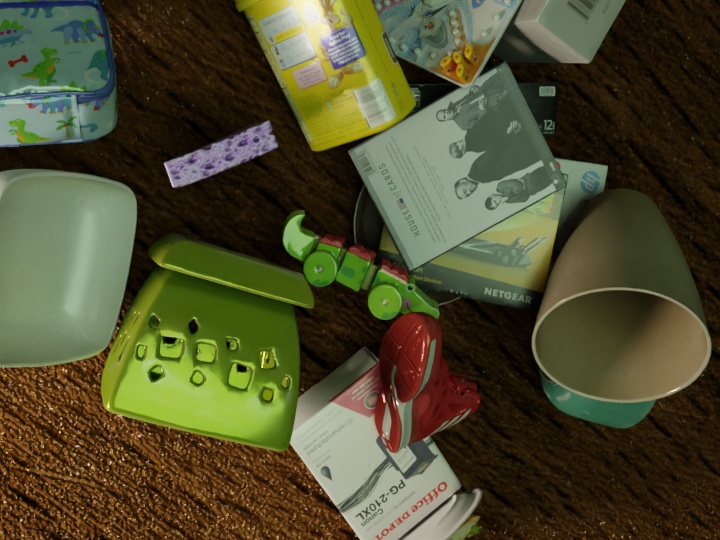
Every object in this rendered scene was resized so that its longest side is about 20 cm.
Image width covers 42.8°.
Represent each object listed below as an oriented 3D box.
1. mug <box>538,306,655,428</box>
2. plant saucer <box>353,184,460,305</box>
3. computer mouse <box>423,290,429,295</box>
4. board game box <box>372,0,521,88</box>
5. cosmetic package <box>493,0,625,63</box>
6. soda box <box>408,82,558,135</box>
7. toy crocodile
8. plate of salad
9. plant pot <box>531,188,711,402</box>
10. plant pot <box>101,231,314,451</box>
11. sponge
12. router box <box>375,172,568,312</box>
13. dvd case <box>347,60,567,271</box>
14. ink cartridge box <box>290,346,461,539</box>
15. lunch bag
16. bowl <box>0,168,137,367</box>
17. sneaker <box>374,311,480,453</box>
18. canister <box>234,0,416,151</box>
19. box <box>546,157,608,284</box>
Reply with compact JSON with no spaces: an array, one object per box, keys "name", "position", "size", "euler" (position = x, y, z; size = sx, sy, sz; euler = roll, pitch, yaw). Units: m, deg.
[{"name":"mug","position":[0.292,0.101,1.168],"size":[0.112,0.187,0.154],"euler":[15,123,-16]},{"name":"plant saucer","position":[0.082,-0.058,1.128],"size":[0.196,0.032,0.205],"euler":[-3,101,-16]},{"name":"computer mouse","position":[0.065,0.068,1.121],"size":[0.057,0.034,0.205],"euler":[-5,102,7]},{"name":"board game box","position":[0.090,-0.327,1.009],"size":[0.202,0.198,0.026],"euler":[-60,149,2]},{"name":"cosmetic package","position":[0.203,-0.299,1.029],"size":[0.084,0.200,0.109],"euler":[29,93,-20]},{"name":"soda box","position":[0.134,-0.192,1.097],"size":[0.195,0.071,0.065],"euler":[-3,102,-15]},{"name":"toy crocodile","position":[0.000,0.000,1.009],"size":[0.197,0.068,0.063],"euler":[27,104,1]},{"name":"plate of salad","position":[0.075,0.335,1.113],"size":[0.199,0.200,0.048],"euler":[-38,86,-6]},{"name":"plant pot","position":[0.294,0.010,1.035],"size":[0.186,0.187,0.202],"euler":[33,46,-19]},{"name":"plant pot","position":[-0.161,0.067,1.000],"size":[0.196,0.199,0.185],"euler":[17,89,-17]},{"name":"sponge","position":[-0.151,-0.122,0.963],"size":[0.110,0.200,0.030],"euler":[-24,102,-8]},{"name":"router box","position":[0.124,-0.051,1.052],"size":[0.195,0.052,0.161],"euler":[11,98,3]},{"name":"dvd case","position":[0.106,-0.113,1.007],"size":[0.197,0.025,0.152],"euler":[-28,94,7]},{"name":"ink cartridge box","position":[0.012,0.223,1.131],"size":[0.144,0.084,0.202],"euler":[-36,107,-7]},{"name":"lunch bag","position":[-0.348,-0.208,0.920],"size":[0.196,0.083,0.163],"euler":[-6,59,-15]},{"name":"bowl","position":[-0.333,-0.008,0.961],"size":[0.199,0.073,0.204],"euler":[1,104,-61]},{"name":"sneaker","position":[0.084,0.113,1.033],"size":[0.114,0.079,0.202],"euler":[-15,141,-27]},{"name":"canister","position":[-0.038,-0.245,1.003],"size":[0.087,0.146,0.203],"euler":[-47,118,-45]},{"name":"box","position":[0.196,-0.064,1.123],"size":[0.196,0.041,0.160],"euler":[6,99,-18]}]
